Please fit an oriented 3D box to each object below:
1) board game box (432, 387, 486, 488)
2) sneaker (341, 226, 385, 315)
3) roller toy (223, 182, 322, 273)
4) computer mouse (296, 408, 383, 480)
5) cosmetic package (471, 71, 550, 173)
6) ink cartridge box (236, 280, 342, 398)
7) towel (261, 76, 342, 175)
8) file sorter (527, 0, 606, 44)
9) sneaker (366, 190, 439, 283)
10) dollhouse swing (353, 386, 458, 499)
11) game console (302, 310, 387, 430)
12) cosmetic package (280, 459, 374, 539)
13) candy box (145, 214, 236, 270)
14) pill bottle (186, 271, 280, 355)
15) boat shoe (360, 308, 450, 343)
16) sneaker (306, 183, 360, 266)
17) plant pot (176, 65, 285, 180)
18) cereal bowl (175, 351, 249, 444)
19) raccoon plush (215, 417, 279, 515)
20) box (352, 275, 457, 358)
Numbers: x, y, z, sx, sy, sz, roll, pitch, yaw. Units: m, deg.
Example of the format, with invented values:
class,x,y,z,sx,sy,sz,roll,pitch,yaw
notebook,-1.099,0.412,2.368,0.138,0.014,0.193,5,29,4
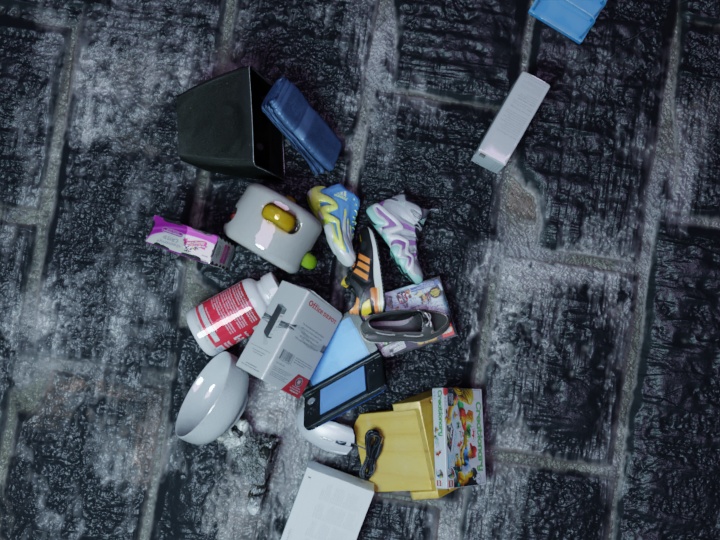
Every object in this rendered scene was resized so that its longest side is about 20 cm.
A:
class,x,y,z,sx,sy,sz,roll,pitch,yaw
board game box,0.205,0.346,1.452,0.126,0.035,0.200,9,75,-41
sneaker,0.000,0.000,1.487,0.090,0.070,0.200,-9,69,1
roller toy,-0.180,-0.093,1.449,0.182,0.200,0.140,28,86,34
computer mouse,-0.053,0.359,1.481,0.200,0.044,0.110,21,107,13
cosmetic package,0.323,-0.317,1.509,0.074,0.102,0.200,28,88,2
ink cartridge box,-0.142,0.141,1.433,0.084,0.144,0.200,21,77,36
towel,-0.122,-0.303,1.472,0.200,0.048,0.112,46,43,-29
file sorter,0.486,-0.631,1.514,0.139,0.123,0.200,31,88,1
sneaker,0.117,-0.083,1.503,0.140,0.078,0.200,-30,82,-4
dollhouse swing,0.118,0.372,1.510,0.182,0.176,0.200,-10,86,-43
game console,-0.060,0.206,1.458,0.200,0.171,0.118,-31,114,12
cosmetic package,-0.074,0.524,1.480,0.151,0.052,0.200,20,96,-2
candy box,-0.344,-0.054,1.439,0.136,0.200,0.061,19,87,1
pill bottle,-0.256,0.087,1.478,0.200,0.112,0.112,-29,88,-1
boat shoe,0.098,0.113,1.446,0.200,0.057,0.067,-6,63,-15
sneaker,-0.034,-0.109,1.492,0.105,0.076,0.200,-25,71,-9
plant pot,-0.274,-0.293,1.464,0.177,0.200,0.200,-5,87,12
cereal bowl,-0.292,0.272,1.438,0.083,0.200,0.200,35,87,-21
raccoon plush,-0.258,0.411,1.479,0.134,0.097,0.200,16,88,8
box,0.096,0.105,1.518,0.200,0.040,0.137,-18,89,-1
